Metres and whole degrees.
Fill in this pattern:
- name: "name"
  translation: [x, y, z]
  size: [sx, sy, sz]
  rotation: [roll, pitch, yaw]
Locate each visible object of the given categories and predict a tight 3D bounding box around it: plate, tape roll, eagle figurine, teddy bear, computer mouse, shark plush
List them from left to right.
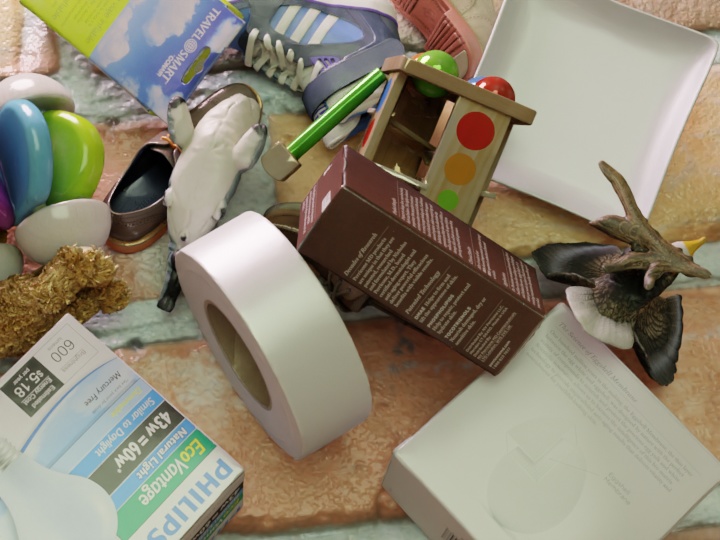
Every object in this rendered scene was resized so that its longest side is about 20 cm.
- name: "teddy bear"
  translation: [-0.287, 0.041, 1.398]
  size: [0.200, 0.145, 0.067]
  rotation: [-15, 67, -16]
- name: "shark plush"
  translation: [-0.127, -0.059, 1.461]
  size: [0.091, 0.083, 0.200]
  rotation: [7, 85, 8]
- name: "tape roll"
  translation: [-0.073, 0.054, 1.382]
  size: [0.071, 0.203, 0.203]
  rotation: [-31, 75, -16]
- name: "computer mouse"
  translation: [0.184, -0.212, 1.586]
  size: [0.058, 0.034, 0.200]
  rotation: [-12, 81, 4]
- name: "plate"
  translation: [0.201, -0.155, 1.541]
  size: [0.199, 0.032, 0.200]
  rotation: [23, 87, 6]
- name: "eagle figurine"
  translation: [0.232, 0.013, 1.430]
  size: [0.151, 0.200, 0.152]
  rotation: [3, 70, -7]

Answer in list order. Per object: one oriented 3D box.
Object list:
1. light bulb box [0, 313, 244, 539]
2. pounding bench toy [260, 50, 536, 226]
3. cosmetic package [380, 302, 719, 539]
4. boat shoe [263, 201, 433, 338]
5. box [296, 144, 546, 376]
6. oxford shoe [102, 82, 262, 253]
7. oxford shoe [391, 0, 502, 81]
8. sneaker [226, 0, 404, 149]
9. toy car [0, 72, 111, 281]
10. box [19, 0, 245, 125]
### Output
- name: "light bulb box"
  translation: [-0.230, 0.183, 1.357]
  size: [0.200, 0.125, 0.198]
  rotation: [39, 70, 10]
- name: "pounding bench toy"
  translation: [0.029, -0.121, 1.454]
  size: [0.200, 0.124, 0.156]
  rotation: [22, 93, -9]
- name: "cosmetic package"
  translation: [0.159, 0.174, 1.400]
  size: [0.200, 0.123, 0.199]
  rotation: [-40, 77, -17]
- name: "boat shoe"
  translation: [0.000, 0.000, 1.479]
  size: [0.200, 0.076, 0.072]
  rotation: [22, 71, 4]
- name: "box"
  translation: [0.049, -0.008, 1.356]
  size: [0.200, 0.100, 0.075]
  rotation: [34, 109, -13]
- name: "oxford shoe"
  translation: [-0.156, -0.101, 1.500]
  size: [0.071, 0.073, 0.200]
  rotation: [35, 69, 9]
- name: "oxford shoe"
  translation: [0.079, -0.268, 1.601]
  size: [0.074, 0.071, 0.200]
  rotation: [-16, 74, -33]
- name: "sneaker"
  translation: [-0.054, -0.183, 1.538]
  size: [0.200, 0.081, 0.147]
  rotation: [2, 65, -11]
- name: "toy car"
  translation: [-0.319, -0.077, 1.417]
  size: [0.200, 0.150, 0.175]
  rotation: [-23, 71, 12]
- name: "box"
  translation: [-0.202, -0.232, 1.522]
  size: [0.200, 0.048, 0.122]
  rotation: [40, 98, 17]
